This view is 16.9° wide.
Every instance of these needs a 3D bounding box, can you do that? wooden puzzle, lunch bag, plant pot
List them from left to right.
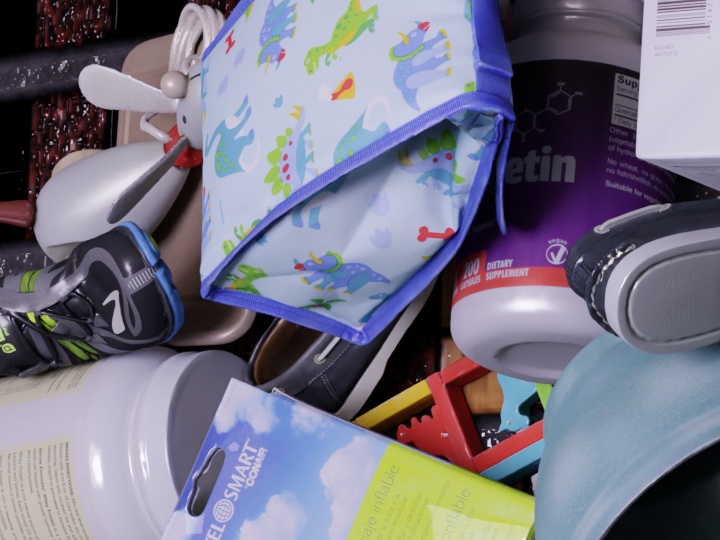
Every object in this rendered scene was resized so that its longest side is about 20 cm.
[{"bbox_3d":[-0.098,-0.051,1.448,0.185,0.037,0.200,-5,76,58],"label":"wooden puzzle"},{"bbox_3d":[0.010,-0.088,1.227,0.200,0.127,0.170,-48,36,43],"label":"lunch bag"},{"bbox_3d":[0.168,0.102,1.190,0.200,0.200,0.134,-48,40,17],"label":"plant pot"}]

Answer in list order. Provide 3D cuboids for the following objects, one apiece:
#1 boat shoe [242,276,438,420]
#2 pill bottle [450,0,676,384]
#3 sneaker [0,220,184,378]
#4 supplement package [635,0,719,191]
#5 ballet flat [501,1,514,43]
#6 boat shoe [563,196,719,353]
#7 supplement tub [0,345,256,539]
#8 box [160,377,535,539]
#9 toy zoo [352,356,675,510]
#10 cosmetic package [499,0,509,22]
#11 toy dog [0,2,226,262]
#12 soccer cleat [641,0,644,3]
[{"bbox_3d":[0.000,0.000,1.346,0.200,0.068,0.072,-60,23,29],"label":"boat shoe"},{"bbox_3d":[0.110,-0.047,1.278,0.112,0.112,0.200,-7,67,32],"label":"pill bottle"},{"bbox_3d":[-0.169,0.027,1.351,0.200,0.083,0.071,-19,98,48],"label":"sneaker"},{"bbox_3d":[0.245,-0.110,1.157,0.151,0.200,0.152,-1,81,33],"label":"supplement package"},{"bbox_3d":[0.027,-0.072,1.385,0.071,0.069,0.200,44,108,5],"label":"ballet flat"},{"bbox_3d":[0.191,-0.007,1.138,0.060,0.200,0.076,41,127,56],"label":"boat shoe"},{"bbox_3d":[-0.155,0.124,1.414,0.200,0.145,0.145,-13,74,31],"label":"supplement tub"},{"bbox_3d":[-0.003,0.146,1.279,0.200,0.048,0.122,21,84,30],"label":"box"},{"bbox_3d":[0.068,0.114,1.343,0.200,0.020,0.131,-31,66,25],"label":"toy zoo"},{"bbox_3d":[0.037,-0.231,1.360,0.101,0.071,0.200,-8,57,32],"label":"cosmetic package"},{"bbox_3d":[-0.146,-0.062,1.399,0.200,0.096,0.132,-61,35,26],"label":"toy dog"},{"bbox_3d":[0.220,-0.211,1.282,0.200,0.078,0.069,-49,19,-1],"label":"soccer cleat"}]
